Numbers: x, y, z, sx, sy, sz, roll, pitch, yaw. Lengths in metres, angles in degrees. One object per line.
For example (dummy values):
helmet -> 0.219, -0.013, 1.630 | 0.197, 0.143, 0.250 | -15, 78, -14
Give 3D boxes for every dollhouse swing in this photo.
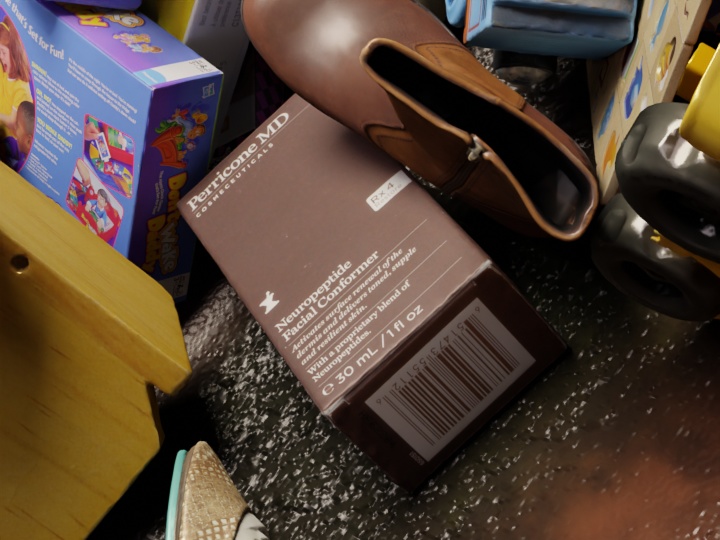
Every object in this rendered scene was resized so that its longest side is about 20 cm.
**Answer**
dollhouse swing -> -0.193, 0.043, 1.019 | 0.200, 0.182, 0.176 | -50, 8, 18

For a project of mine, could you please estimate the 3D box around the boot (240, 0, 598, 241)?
boot -> 0.015, -0.071, 0.819 | 0.069, 0.188, 0.200 | -48, -4, 7

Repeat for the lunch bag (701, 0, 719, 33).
lunch bag -> 0.220, -0.192, 0.830 | 0.200, 0.124, 0.170 | -50, 3, -16

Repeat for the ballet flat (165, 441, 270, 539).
ballet flat -> -0.057, 0.162, 0.854 | 0.065, 0.071, 0.201 | -1, 53, 7

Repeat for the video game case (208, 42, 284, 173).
video game case -> -0.126, -0.101, 1.162 | 0.181, 0.036, 0.200 | -25, 42, 21

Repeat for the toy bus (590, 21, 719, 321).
toy bus -> 0.199, -0.029, 0.733 | 0.192, 0.200, 0.136 | 30, 74, 8

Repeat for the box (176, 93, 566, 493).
box -> 0.000, 0.000, 0.931 | 0.100, 0.075, 0.200 | -43, 37, 2

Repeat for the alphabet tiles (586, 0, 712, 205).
alphabet tiles -> 0.130, -0.131, 0.879 | 0.200, 0.006, 0.167 | -85, 10, -56

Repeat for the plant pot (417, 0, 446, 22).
plant pot -> -0.002, -0.213, 1.066 | 0.187, 0.187, 0.201 | -12, 64, 34

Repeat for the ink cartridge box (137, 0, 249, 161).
ink cartridge box -> -0.103, -0.193, 1.053 | 0.200, 0.047, 0.198 | 59, 142, 38

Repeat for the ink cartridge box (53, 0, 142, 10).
ink cartridge box -> -0.143, -0.225, 1.000 | 0.200, 0.076, 0.137 | 59, 137, 42

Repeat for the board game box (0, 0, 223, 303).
board game box -> -0.158, -0.085, 1.049 | 0.045, 0.135, 0.200 | -17, 42, -40

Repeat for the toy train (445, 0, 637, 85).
toy train -> 0.089, -0.188, 0.921 | 0.114, 0.086, 0.201 | 171, 105, -81
